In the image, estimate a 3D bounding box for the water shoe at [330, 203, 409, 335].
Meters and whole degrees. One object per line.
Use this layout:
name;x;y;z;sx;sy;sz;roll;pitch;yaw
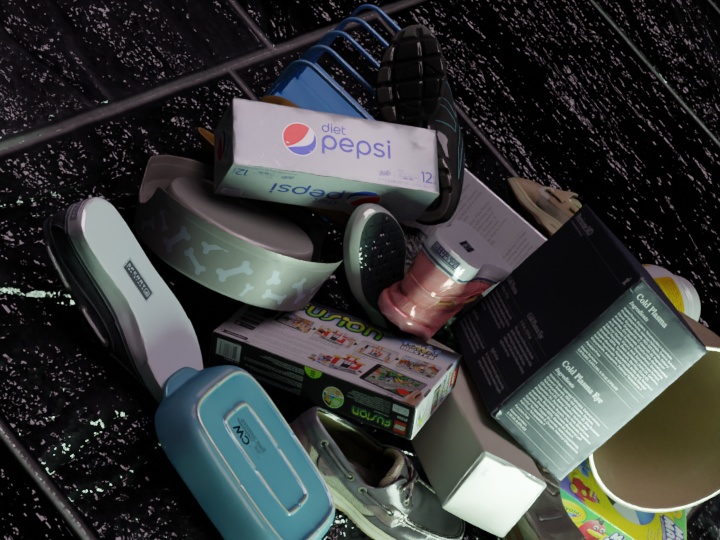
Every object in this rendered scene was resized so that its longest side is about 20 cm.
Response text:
water shoe;0.000;0.000;1.662;0.079;0.201;0.072;29;66;28

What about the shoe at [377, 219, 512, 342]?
shoe;0.076;0.010;1.652;0.071;0.091;0.200;45;13;10

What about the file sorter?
file sorter;-0.015;-0.174;1.855;0.139;0.123;0.200;44;33;-2

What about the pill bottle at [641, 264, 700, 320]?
pill bottle;0.297;0.047;1.968;0.199;0.104;0.105;-5;57;-49

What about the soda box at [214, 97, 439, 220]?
soda box;-0.031;-0.099;1.598;0.198;0.063;0.069;7;64;-19

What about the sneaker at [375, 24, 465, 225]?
sneaker;0.063;-0.142;1.765;0.079;0.075;0.202;8;77;-69

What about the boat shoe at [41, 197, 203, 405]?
boat shoe;-0.202;0.036;1.483;0.201;0.067;0.072;60;36;-17

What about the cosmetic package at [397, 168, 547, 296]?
cosmetic package;0.101;-0.048;1.848;0.200;0.102;0.071;41;4;-8

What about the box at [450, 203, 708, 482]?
box;0.198;0.063;1.645;0.104;0.182;0.200;43;11;-21

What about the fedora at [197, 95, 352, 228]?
fedora;-0.060;-0.112;1.704;0.199;0.082;0.201;29;3;-1

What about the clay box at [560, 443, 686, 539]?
clay box;0.261;0.239;1.777;0.199;0.048;0.115;34;35;-15

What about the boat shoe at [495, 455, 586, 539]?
boat shoe;0.149;0.225;1.655;0.075;0.072;0.201;5;50;-33

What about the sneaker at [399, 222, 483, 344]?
sneaker;0.073;0.033;1.781;0.103;0.060;0.202;-22;100;-18

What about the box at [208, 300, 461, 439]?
box;-0.022;0.079;1.571;0.198;0.035;0.110;20;29;18

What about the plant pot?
plant pot;0.284;0.107;1.772;0.186;0.188;0.200;26;19;-25

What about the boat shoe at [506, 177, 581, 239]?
boat shoe;0.217;-0.056;1.970;0.200;0.064;0.073;-124;-165;-63

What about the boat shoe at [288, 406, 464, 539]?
boat shoe;0.017;0.186;1.557;0.199;0.065;0.072;34;36;-15

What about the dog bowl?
dog bowl;-0.114;-0.032;1.596;0.199;0.059;0.200;26;14;-7

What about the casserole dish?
casserole dish;-0.089;0.161;1.464;0.201;0.039;0.121;55;36;-3

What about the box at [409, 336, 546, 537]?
box;0.091;0.148;1.619;0.082;0.069;0.200;30;18;-28
